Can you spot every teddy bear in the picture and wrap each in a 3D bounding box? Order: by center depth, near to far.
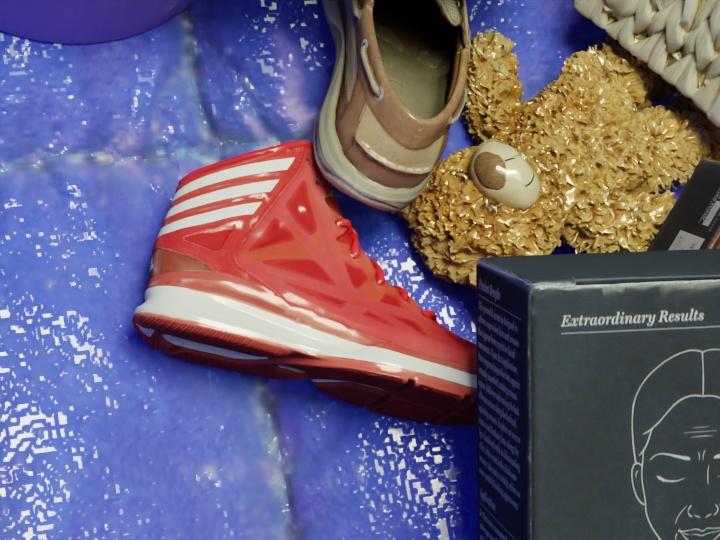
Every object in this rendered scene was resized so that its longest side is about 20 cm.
[{"bbox_3d":[0.112,-0.063,1.036,0.199,0.067,0.145,-12,78,-23],"label":"teddy bear"}]

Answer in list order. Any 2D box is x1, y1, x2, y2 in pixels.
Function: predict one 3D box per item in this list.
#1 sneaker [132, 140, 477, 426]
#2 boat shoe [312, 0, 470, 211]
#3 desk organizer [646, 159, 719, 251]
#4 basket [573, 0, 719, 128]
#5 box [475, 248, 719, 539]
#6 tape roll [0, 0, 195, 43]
[{"bbox_3d":[0.000,0.000,0.974,0.199,0.078,0.116,16,72,-16],"label":"sneaker"},{"bbox_3d":[0.025,-0.122,0.999,0.076,0.072,0.200,16,52,-20],"label":"boat shoe"},{"bbox_3d":[0.155,0.053,0.981,0.077,0.072,0.200,31,90,-13],"label":"desk organizer"},{"bbox_3d":[0.205,-0.187,1.006,0.123,0.200,0.136,34,46,13],"label":"basket"},{"bbox_3d":[0.132,0.094,0.889,0.148,0.107,0.201,-1,97,-9],"label":"box"},{"bbox_3d":[-0.137,-0.216,0.979,0.199,0.085,0.201,5,75,-19],"label":"tape roll"}]
